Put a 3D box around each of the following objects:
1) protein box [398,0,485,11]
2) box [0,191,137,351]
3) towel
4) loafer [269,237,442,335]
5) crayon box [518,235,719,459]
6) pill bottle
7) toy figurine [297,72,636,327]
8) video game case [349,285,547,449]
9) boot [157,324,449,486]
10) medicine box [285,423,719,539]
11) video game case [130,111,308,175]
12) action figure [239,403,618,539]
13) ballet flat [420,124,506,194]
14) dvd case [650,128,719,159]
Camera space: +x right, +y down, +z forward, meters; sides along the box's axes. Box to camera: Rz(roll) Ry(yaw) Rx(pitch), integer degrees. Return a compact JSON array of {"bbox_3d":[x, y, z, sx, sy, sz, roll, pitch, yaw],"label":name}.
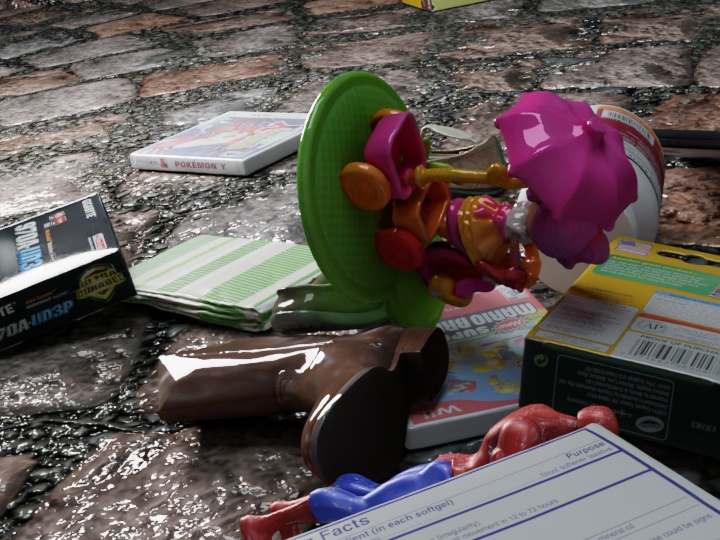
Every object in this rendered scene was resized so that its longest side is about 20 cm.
[{"bbox_3d":[0.181,-0.588,2.394,0.197,0.136,0.200,-14,21,-15],"label":"protein box"},{"bbox_3d":[-0.287,0.002,1.102,0.158,0.046,0.200,-22,23,-9],"label":"box"},{"bbox_3d":[-0.113,0.007,1.092,0.199,0.024,0.152,6,24,37],"label":"towel"},{"bbox_3d":[0.000,0.000,0.922,0.075,0.070,0.199,-6,7,33],"label":"loafer"},{"bbox_3d":[0.194,0.042,0.807,0.125,0.052,0.200,13,25,24],"label":"crayon box"},{"bbox_3d":[0.186,-0.056,1.015,0.112,0.114,0.200,-1,21,17],"label":"pill bottle"},{"bbox_3d":[0.086,-0.038,0.795,0.183,0.201,0.151,-1,43,33],"label":"toy figurine"},{"bbox_3d":[0.078,0.060,0.883,0.142,0.018,0.200,-11,21,-8],"label":"video game case"},{"bbox_3d":[-0.064,0.083,0.792,0.198,0.065,0.186,-3,13,25],"label":"boot"},{"bbox_3d":[0.076,0.164,0.486,0.181,0.104,0.200,-16,21,-22],"label":"medicine box"},{"bbox_3d":[-0.151,-0.160,1.545,0.181,0.023,0.200,6,25,33],"label":"video game case"},{"bbox_3d":[0.047,0.132,0.633,0.199,0.100,0.065,-26,-6,21],"label":"action figure"},{"bbox_3d":[0.057,-0.116,1.287,0.198,0.068,0.068,1,22,24],"label":"ballet flat"},{"bbox_3d":[0.315,-0.116,1.164,0.142,0.018,0.199,7,5,40],"label":"dvd case"}]
